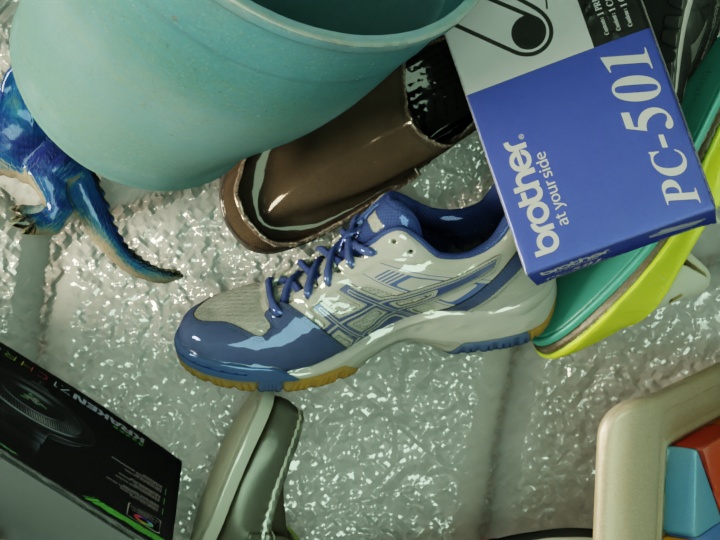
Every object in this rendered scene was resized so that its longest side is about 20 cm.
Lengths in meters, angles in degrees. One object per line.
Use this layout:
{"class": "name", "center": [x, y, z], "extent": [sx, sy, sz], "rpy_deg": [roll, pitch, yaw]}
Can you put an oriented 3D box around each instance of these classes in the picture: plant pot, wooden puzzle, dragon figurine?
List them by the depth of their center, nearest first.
{"class": "plant pot", "center": [-0.070, -0.137, 0.823], "extent": [0.199, 0.188, 0.201], "rpy_deg": [17, 55, -25]}
{"class": "wooden puzzle", "center": [0.176, 0.143, 0.905], "extent": [0.037, 0.200, 0.186], "rpy_deg": [6, 99, 33]}
{"class": "dragon figurine", "center": [-0.159, -0.074, 0.907], "extent": [0.199, 0.059, 0.100], "rpy_deg": [32, 94, -6]}

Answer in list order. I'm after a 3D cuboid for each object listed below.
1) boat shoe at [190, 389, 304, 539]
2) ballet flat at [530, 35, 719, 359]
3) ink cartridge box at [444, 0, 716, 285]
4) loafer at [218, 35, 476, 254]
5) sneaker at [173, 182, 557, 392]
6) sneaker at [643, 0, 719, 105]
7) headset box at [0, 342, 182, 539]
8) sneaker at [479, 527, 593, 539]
{"class": "boat shoe", "center": [-0.065, 0.158, 0.937], "extent": [0.060, 0.072, 0.203], "rpy_deg": [19, 102, -6]}
{"class": "ballet flat", "center": [0.167, -0.027, 0.937], "extent": [0.067, 0.067, 0.201], "rpy_deg": [32, 93, -24]}
{"class": "ink cartridge box", "center": [0.093, -0.103, 0.851], "extent": [0.094, 0.044, 0.201], "rpy_deg": [-20, 80, 9]}
{"class": "loafer", "center": [0.012, -0.080, 0.912], "extent": [0.200, 0.071, 0.073], "rpy_deg": [-37, 98, 1]}
{"class": "sneaker", "center": [0.000, 0.000, 0.908], "extent": [0.199, 0.075, 0.089], "rpy_deg": [-13, 126, -9]}
{"class": "sneaker", "center": [0.151, -0.105, 0.913], "extent": [0.076, 0.087, 0.201], "rpy_deg": [27, 108, 31]}
{"class": "headset box", "center": [-0.183, 0.106, 0.857], "extent": [0.174, 0.200, 0.093], "rpy_deg": [33, 94, -7]}
{"class": "sneaker", "center": [0.056, 0.164, 0.935], "extent": [0.199, 0.090, 0.070], "rpy_deg": [-12, 107, -1]}
